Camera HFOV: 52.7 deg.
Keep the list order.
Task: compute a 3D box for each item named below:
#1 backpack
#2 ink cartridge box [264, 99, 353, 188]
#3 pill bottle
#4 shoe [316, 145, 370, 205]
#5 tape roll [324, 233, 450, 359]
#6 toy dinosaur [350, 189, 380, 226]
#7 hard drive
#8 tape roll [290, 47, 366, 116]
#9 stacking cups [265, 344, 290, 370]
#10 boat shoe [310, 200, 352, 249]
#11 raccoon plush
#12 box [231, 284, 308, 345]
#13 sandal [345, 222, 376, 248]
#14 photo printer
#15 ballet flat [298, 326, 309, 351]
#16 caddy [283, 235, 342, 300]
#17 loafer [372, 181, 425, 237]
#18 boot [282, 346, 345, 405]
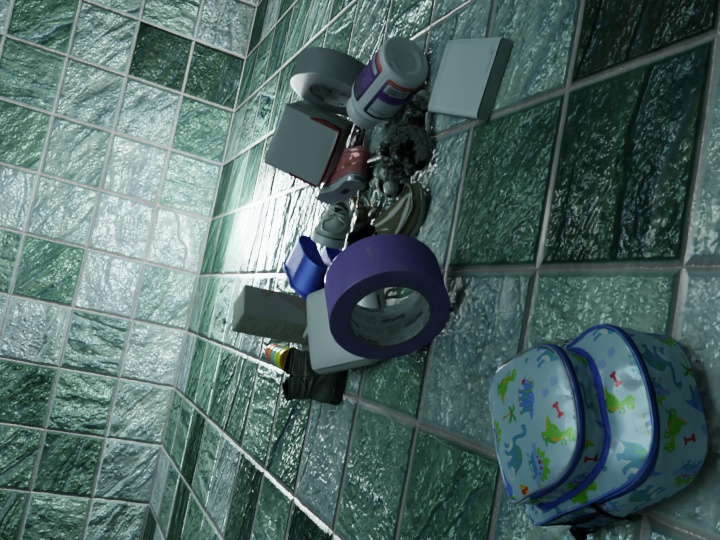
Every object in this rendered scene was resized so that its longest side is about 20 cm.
[{"bbox_3d":[0.230,0.154,0.730,0.200,0.144,0.187,-45,40,47],"label":"backpack"},{"bbox_3d":[-0.119,-0.307,1.732,0.200,0.143,0.147,-58,-8,-70],"label":"ink cartridge box"},{"bbox_3d":[0.048,-0.380,1.506,0.200,0.109,0.114,-37,44,56],"label":"pill bottle"},{"bbox_3d":[-0.037,-0.218,1.679,0.199,0.070,0.093,-21,54,60],"label":"shoe"},{"bbox_3d":[0.041,0.045,1.169,0.202,0.196,0.086,-59,27,35],"label":"tape roll"},{"bbox_3d":[0.005,-0.100,1.550,0.102,0.057,0.203,106,169,-48],"label":"toy dinosaur"},{"bbox_3d":[0.184,-0.334,1.264,0.200,0.026,0.135,38,113,65],"label":"hard drive"},{"bbox_3d":[-0.060,-0.431,1.670,0.199,0.197,0.068,-6,65,66],"label":"tape roll"},{"bbox_3d":[-0.206,0.214,1.842,0.199,0.059,0.062,6,82,67],"label":"stacking cups"},{"bbox_3d":[-0.049,-0.096,1.453,0.200,0.070,0.067,-54,-19,-72],"label":"boat shoe"},{"bbox_3d":[0.092,-0.229,1.402,0.202,0.096,0.134,-55,-2,-27],"label":"raccoon plush"},{"bbox_3d":[-0.192,0.106,1.688,0.095,0.196,0.079,-48,35,48],"label":"box"},{"bbox_3d":[0.000,0.000,1.468,0.043,0.074,0.204,-128,44,-53],"label":"sandal"},{"bbox_3d":[-0.023,0.104,1.397,0.198,0.068,0.171,-18,72,48],"label":"photo printer"},{"bbox_3d":[-0.104,0.165,1.625,0.204,0.063,0.076,-71,24,14],"label":"ballet flat"},{"bbox_3d":[-0.092,0.013,1.585,0.107,0.139,0.201,-62,25,18],"label":"caddy"},{"bbox_3d":[0.060,-0.078,1.360,0.076,0.068,0.203,-111,40,-54],"label":"loafer"},{"bbox_3d":[-0.088,0.173,1.494,0.067,0.128,0.205,-11,67,64],"label":"boot"}]
